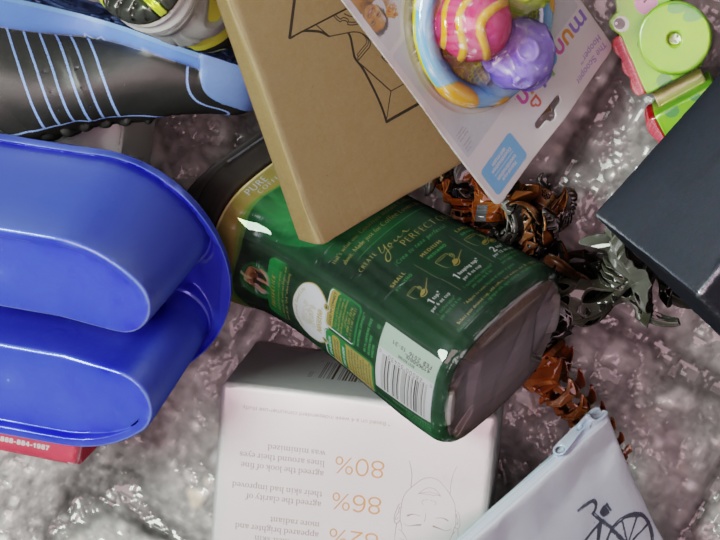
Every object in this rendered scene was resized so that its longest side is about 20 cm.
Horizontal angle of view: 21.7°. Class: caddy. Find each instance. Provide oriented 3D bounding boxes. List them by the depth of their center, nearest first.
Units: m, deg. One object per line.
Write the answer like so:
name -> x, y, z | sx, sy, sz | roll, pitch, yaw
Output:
caddy -> -0.168, 0.005, 0.971 | 0.199, 0.105, 0.142 | 10, 125, 8

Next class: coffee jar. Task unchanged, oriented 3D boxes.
coffee jar -> 0.000, 0.000, 0.999 | 0.200, 0.104, 0.086 | 33, 141, 27

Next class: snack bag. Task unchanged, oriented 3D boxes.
snack bag -> 0.099, 0.203, 1.023 | 0.188, 0.021, 0.201 | -38, 118, -22

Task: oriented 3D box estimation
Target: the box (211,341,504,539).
box -> -0.003, 0.154, 1.061 | 0.151, 0.106, 0.201 | 7, 102, 6

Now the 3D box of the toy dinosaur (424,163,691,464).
toy dinosaur -> 0.108, 0.006, 1.039 | 0.135, 0.102, 0.200 | -20, 117, 26

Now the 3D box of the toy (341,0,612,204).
toy -> 0.060, -0.137, 0.929 | 0.115, 0.047, 0.200 | -52, 123, -17

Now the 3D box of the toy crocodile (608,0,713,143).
toy crocodile -> 0.175, -0.087, 1.007 | 0.062, 0.068, 0.201 | -26, 97, 13

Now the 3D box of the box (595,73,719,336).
box -> 0.263, -0.026, 0.933 | 0.200, 0.117, 0.197 | 40, 94, -28

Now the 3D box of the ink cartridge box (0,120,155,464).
ink cartridge box -> -0.205, -0.006, 1.068 | 0.147, 0.086, 0.201 | 12, 102, 6

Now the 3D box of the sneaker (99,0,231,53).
sneaker -> -0.096, -0.199, 0.956 | 0.075, 0.076, 0.201 | -11, 64, 26

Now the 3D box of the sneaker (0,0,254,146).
sneaker -> -0.149, -0.099, 0.977 | 0.199, 0.070, 0.078 | 14, 105, -4

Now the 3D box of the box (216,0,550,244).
box -> 0.007, -0.135, 0.939 | 0.163, 0.021, 0.201 | -31, 118, -25
